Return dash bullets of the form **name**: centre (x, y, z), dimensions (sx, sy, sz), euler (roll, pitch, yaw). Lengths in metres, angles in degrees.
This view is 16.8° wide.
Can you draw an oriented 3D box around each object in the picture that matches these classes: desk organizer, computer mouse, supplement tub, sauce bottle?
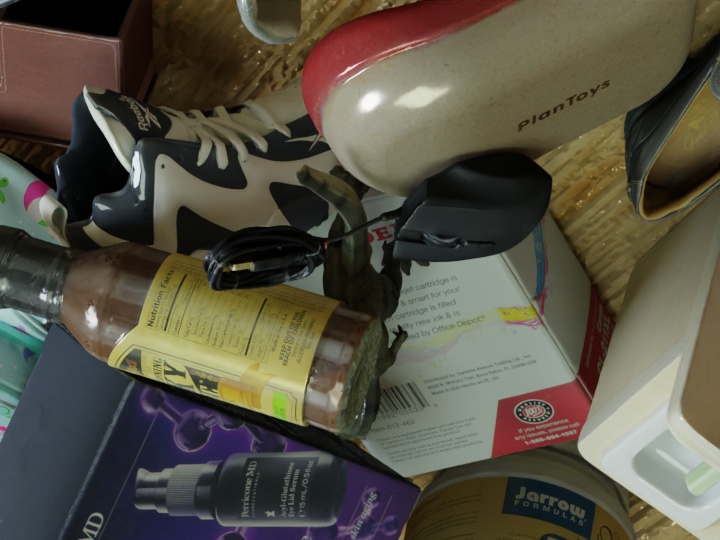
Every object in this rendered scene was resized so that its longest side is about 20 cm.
- **desk organizer**: centre (-0.212, -0.126, 1.301), dimensions (0.199, 0.072, 0.077), euler (9, 133, 6)
- **computer mouse**: centre (0.014, -0.015, 1.156), dimensions (0.199, 0.034, 0.059), euler (-16, 154, -31)
- **supplement tub**: centre (0.089, 0.203, 1.452), dimensions (0.144, 0.200, 0.145), euler (7, 136, 7)
- **sauce bottle**: centre (-0.091, 0.023, 1.192), dimensions (0.199, 0.065, 0.065), euler (17, 137, 13)

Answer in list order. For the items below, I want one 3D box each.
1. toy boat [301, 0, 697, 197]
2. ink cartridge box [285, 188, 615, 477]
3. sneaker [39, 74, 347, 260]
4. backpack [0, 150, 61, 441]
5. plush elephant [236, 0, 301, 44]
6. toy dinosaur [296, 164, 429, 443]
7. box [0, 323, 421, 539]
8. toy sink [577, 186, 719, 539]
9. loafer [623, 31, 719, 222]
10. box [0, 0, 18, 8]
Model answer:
- **toy boat**: centre (0.059, -0.128, 1.194), dimensions (0.199, 0.131, 0.131), euler (-26, 157, -10)
- **ink cartridge box**: centre (0.039, 0.010, 1.357), dimensions (0.145, 0.083, 0.200), euler (-14, 127, 27)
- **sneaker**: centre (-0.083, -0.066, 1.251), dimensions (0.199, 0.079, 0.130), euler (-40, 132, -4)
- **backpack**: centre (-0.206, 0.008, 1.349), dimensions (0.200, 0.151, 0.177), euler (40, 158, -33)
- **plush elephant**: centre (-0.037, -0.201, 1.135), dimensions (0.199, 0.155, 0.165), euler (-25, 85, -4)
- **toy dinosaur**: centre (0.000, 0.000, 1.236), dimensions (0.047, 0.088, 0.201), euler (5, 134, 14)
- **box**: centre (-0.094, 0.135, 1.289), dimensions (0.200, 0.148, 0.104), euler (22, -177, -34)
- **toy sink**: centre (0.201, 0.072, 1.284), dimensions (0.130, 0.200, 0.112), euler (33, 133, -11)
- **loafer**: centre (0.203, -0.094, 1.218), dimensions (0.073, 0.072, 0.200), euler (29, 134, -12)
- **box**: centre (-0.209, -0.223, 1.180), dimensions (0.158, 0.046, 0.201), euler (-16, 109, 29)
